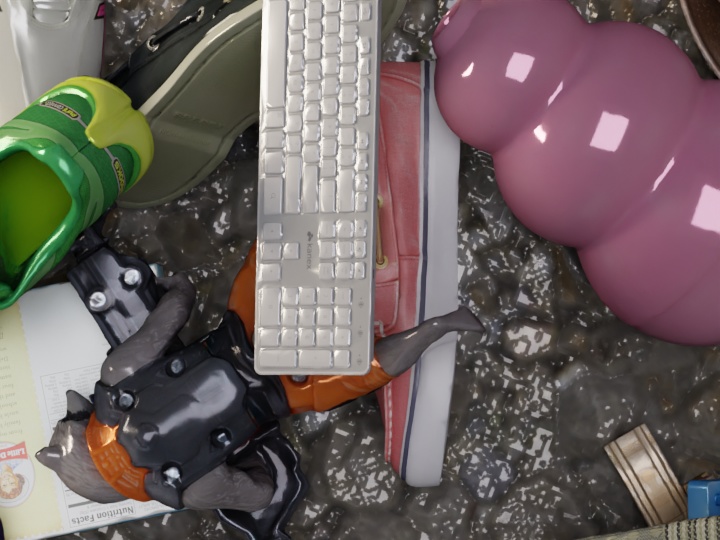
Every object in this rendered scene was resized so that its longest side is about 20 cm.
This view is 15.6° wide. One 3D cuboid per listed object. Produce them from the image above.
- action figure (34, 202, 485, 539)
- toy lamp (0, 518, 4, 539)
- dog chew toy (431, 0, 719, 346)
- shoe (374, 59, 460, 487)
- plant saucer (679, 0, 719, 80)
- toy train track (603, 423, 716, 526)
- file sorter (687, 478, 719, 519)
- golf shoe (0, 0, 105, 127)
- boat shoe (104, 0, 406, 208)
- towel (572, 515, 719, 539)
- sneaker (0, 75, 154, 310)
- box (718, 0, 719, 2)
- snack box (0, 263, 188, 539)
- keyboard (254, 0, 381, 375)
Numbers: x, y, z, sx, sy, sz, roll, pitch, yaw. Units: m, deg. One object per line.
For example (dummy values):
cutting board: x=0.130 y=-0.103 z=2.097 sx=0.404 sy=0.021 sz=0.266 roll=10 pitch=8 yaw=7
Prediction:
action figure: x=-0.072 y=0.024 z=1.166 sx=0.193 sy=0.105 sz=0.200 roll=-42 pitch=86 yaw=8
toy lamp: x=-0.261 y=0.131 z=1.185 sx=0.198 sy=0.058 sz=0.059 roll=-2 pitch=87 yaw=1
dog chew toy: x=0.118 y=-0.055 z=1.194 sx=0.200 sy=0.125 sz=0.125 roll=36 pitch=87 yaw=-10
shoe: x=0.000 y=0.000 z=1.228 sx=0.090 sy=0.071 sz=0.202 roll=2 pitch=82 yaw=0
plant saucer: x=0.245 y=-0.153 z=1.255 sx=0.199 sy=0.037 sz=0.202 roll=0 pitch=87 yaw=-1
toy train track: x=0.118 y=0.150 z=1.239 sx=0.199 sy=0.033 sz=0.115 roll=-30 pitch=88 yaw=-1
file sorter: x=0.237 y=0.192 z=1.166 sx=0.138 sy=0.122 sz=0.202 roll=1 pitch=87 yaw=-41
golf shoe: x=-0.152 y=-0.145 z=1.195 sx=0.072 sy=0.092 sz=0.201 roll=-1 pitch=73 yaw=-22
boat shoe: x=-0.057 y=-0.104 z=1.195 sx=0.074 sy=0.199 sz=0.066 roll=14 pitch=52 yaw=-35
towel: x=0.166 y=0.198 z=1.106 sx=0.199 sy=0.034 sz=0.194 roll=-11 pitch=81 yaw=29
sneaker: x=-0.175 y=-0.012 z=1.151 sx=0.074 sy=0.084 sz=0.200 roll=47 pitch=121 yaw=-3
box: x=0.214 y=-0.108 z=1.215 sx=0.041 sy=0.039 sz=0.200 roll=-43 pitch=89 yaw=-2
snack box: x=-0.179 y=0.074 z=1.234 sx=0.199 sy=0.037 sz=0.117 roll=-11 pitch=87 yaw=-2
keyboard: x=-0.018 y=-0.057 z=1.104 sx=0.056 sy=0.011 sz=0.202 roll=0 pitch=85 yaw=24
